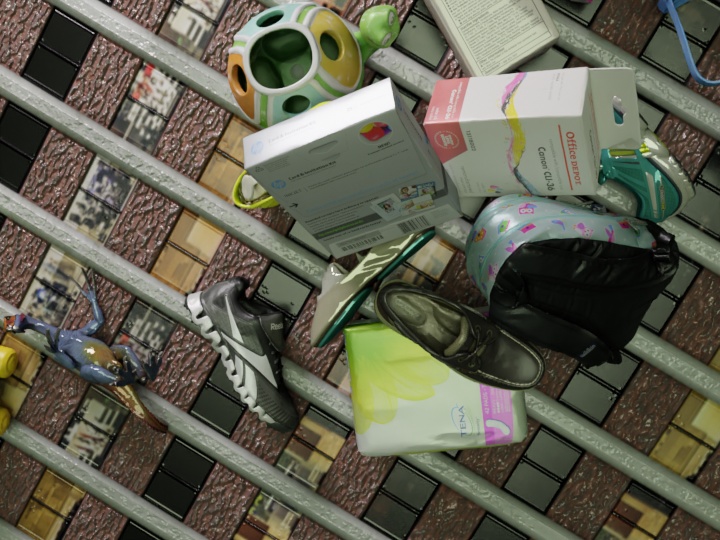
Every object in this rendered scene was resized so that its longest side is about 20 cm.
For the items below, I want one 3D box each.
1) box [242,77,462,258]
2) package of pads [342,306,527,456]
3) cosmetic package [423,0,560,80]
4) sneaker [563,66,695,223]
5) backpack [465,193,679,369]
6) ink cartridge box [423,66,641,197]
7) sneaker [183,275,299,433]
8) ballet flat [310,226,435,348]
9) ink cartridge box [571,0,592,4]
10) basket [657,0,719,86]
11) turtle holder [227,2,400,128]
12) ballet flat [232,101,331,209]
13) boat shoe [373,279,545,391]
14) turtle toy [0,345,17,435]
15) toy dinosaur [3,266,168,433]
[{"bbox_3d":[-0.001,-0.091,0.779,0.155,0.200,0.042,-18,60,18],"label":"box"},{"bbox_3d":[0.086,0.128,0.891,0.198,0.068,0.156,-6,94,7],"label":"package of pads"},{"bbox_3d":[0.118,-0.304,0.833,0.103,0.087,0.201,-28,94,9],"label":"cosmetic package"},{"bbox_3d":[0.276,-0.134,0.844,0.079,0.078,0.200,-39,91,17],"label":"sneaker"},{"bbox_3d":[0.207,0.002,0.814,0.198,0.127,0.168,9,116,-21],"label":"backpack"},{"bbox_3d":[0.178,-0.137,0.795,0.198,0.117,0.068,1,55,26],"label":"ink cartridge box"},{"bbox_3d":[-0.118,0.093,0.907,0.090,0.066,0.201,-33,90,10],"label":"sneaker"},{"bbox_3d":[0.000,0.000,0.891,0.200,0.069,0.069,-45,90,3],"label":"ballet flat"},{"bbox_3d":[0.195,-0.369,0.788,0.199,0.037,0.095,29,95,-34],"label":"ink cartridge box"},{"bbox_3d":[0.386,-0.309,0.779,0.175,0.139,0.202,-23,85,8],"label":"basket"},{"bbox_3d":[-0.054,-0.216,0.836,0.183,0.132,0.143,8,96,5],"label":"turtle holder"},{"bbox_3d":[-0.080,-0.111,0.826,0.067,0.200,0.067,-22,85,-36],"label":"ballet flat"},{"bbox_3d":[0.103,0.073,0.818,0.198,0.065,0.074,24,93,4],"label":"boat shoe"},{"bbox_3d":[-0.499,0.119,0.929,0.144,0.101,0.202,11,97,4],"label":"turtle toy"},{"bbox_3d":[-0.337,0.107,0.925,0.180,0.105,0.202,6,110,25],"label":"toy dinosaur"}]
